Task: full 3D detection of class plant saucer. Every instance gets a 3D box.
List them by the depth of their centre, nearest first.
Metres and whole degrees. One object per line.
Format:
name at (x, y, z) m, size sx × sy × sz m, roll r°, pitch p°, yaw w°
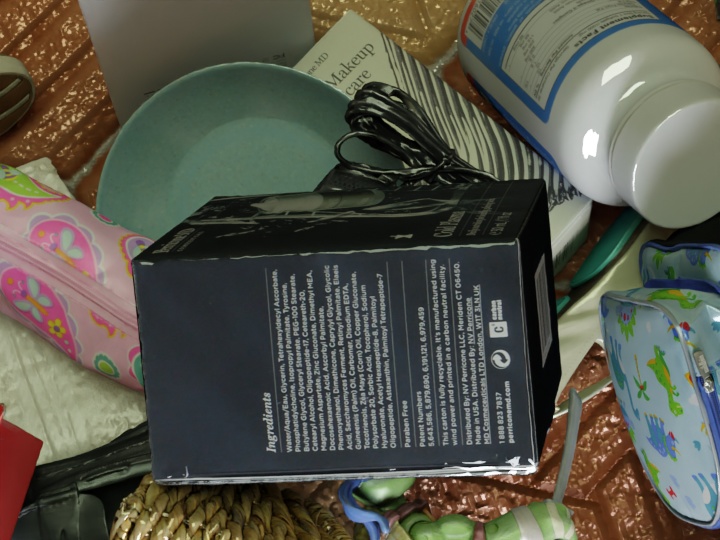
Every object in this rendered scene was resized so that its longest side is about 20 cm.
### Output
plant saucer at (-0.060, -0.029, 1.383) m, size 0.200 × 0.039 × 0.202 m, roll 3°, pitch 105°, yaw 10°

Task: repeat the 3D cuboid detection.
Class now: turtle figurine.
turtle figurine at (0.067, 0.174, 1.279) m, size 0.143 × 0.200 × 0.195 m, roll -13°, pitch 96°, yaw 19°

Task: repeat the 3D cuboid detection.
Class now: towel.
towel at (-0.213, 0.037, 1.402) m, size 0.132 × 0.035 × 0.201 m, roll -21°, pitch 71°, yaw -4°

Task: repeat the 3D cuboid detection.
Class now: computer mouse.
computer mouse at (0.000, 0.000, 1.332) m, size 0.138 × 0.053 × 0.200 m, roll 41°, pitch 105°, yaw -2°

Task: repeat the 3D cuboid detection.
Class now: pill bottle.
pill bottle at (0.147, -0.107, 1.354) m, size 0.112 × 0.113 × 0.200 m, roll -29°, pitch 40°, yaw -8°

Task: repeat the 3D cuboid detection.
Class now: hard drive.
hard drive at (-0.095, -0.145, 1.375) m, size 0.131 × 0.200 × 0.025 m, roll -16°, pitch 69°, yaw -4°

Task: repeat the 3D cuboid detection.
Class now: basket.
basket at (-0.069, 0.213, 1.203) m, size 0.148 × 0.143 × 0.201 m, roll 19°, pitch 101°, yaw 6°

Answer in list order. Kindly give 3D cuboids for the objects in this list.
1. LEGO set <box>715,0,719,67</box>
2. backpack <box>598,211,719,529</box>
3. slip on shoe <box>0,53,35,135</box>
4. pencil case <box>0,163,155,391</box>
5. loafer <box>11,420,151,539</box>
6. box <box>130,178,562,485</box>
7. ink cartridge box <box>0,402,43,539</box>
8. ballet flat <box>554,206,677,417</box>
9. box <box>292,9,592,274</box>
LEGO set at (0.285, -0.170, 1.411) m, size 0.153 × 0.116 × 0.201 m, roll 6°, pitch 70°, yaw 5°
backpack at (0.228, 0.070, 1.282) m, size 0.146 × 0.183 × 0.201 m, roll -24°, pitch 96°, yaw -10°
slip on shoe at (-0.304, -0.092, 1.439) m, size 0.199 × 0.076 × 0.061 m, roll -28°, pitch 58°, yaw -2°
pencil case at (-0.177, 0.000, 1.350) m, size 0.199 × 0.088 × 0.088 m, roll 30°, pitch 73°, yaw 11°
loafer at (-0.160, 0.144, 1.331) m, size 0.200 × 0.068 × 0.070 m, roll -26°, pitch 30°, yaw -9°
box at (0.000, 0.029, 1.208) m, size 0.195 × 0.200 × 0.125 m, roll -4°, pitch 100°, yaw 9°
ink cartridge box at (-0.255, 0.137, 1.289) m, size 0.199 × 0.067 × 0.117 m, roll -3°, pitch 63°, yaw 45°
ballet flat at (0.144, 0.027, 1.379) m, size 0.069 × 0.070 × 0.200 m, roll 40°, pitch 78°, yaw 16°
box at (0.043, -0.064, 1.408) m, size 0.200 × 0.068 × 0.082 m, roll 38°, pitch 74°, yaw 15°
